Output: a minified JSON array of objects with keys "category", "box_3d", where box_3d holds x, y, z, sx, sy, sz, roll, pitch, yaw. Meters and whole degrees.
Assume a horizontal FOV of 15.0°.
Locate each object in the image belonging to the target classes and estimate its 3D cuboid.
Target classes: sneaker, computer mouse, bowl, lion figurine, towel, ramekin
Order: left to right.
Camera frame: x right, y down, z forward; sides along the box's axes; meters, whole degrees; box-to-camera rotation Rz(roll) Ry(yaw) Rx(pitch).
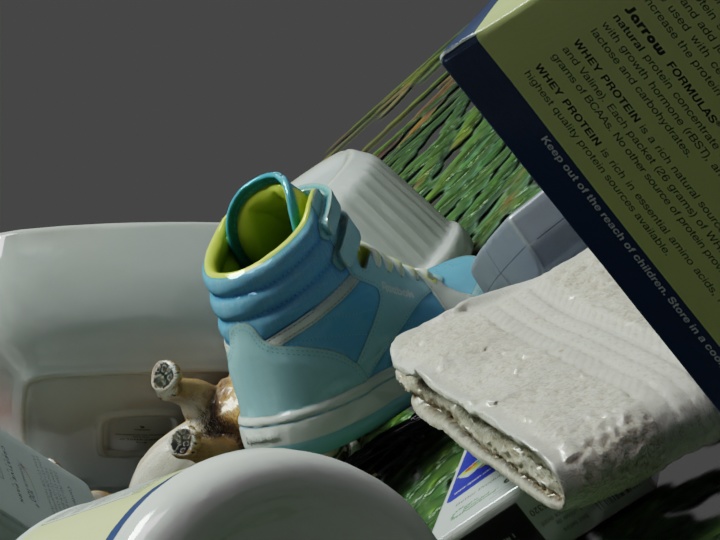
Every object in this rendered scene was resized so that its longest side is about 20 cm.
[{"category":"bowl","box_3d":[-0.122,0.059,1.481,0.200,0.198,0.075,100,168,-55]},{"category":"lion figurine","box_3d":[-0.094,0.111,1.408,0.199,0.073,0.122,-34,-28,18]},{"category":"ramekin","box_3d":[-0.035,0.011,1.662,0.202,0.094,0.202,-38,10,8]},{"category":"sneaker","box_3d":[0.000,0.000,1.356,0.079,0.131,0.200,-10,14,38]},{"category":"computer mouse","box_3d":[0.063,0.054,1.296,0.200,0.034,0.059,-42,-9,36]},{"category":"towel","box_3d":[0.094,0.032,1.055,0.132,0.035,0.200,-25,18,-13]}]

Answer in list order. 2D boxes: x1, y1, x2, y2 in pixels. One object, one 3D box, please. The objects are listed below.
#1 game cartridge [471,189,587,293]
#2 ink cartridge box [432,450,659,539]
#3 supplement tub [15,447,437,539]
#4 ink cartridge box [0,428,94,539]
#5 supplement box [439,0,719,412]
[{"category":"game cartridge","box_3d":[0.113,-0.028,1.308,0.133,0.041,0.200,-34,-6,-1]},{"category":"ink cartridge box","box_3d":[0.087,0.059,1.140,0.094,0.037,0.200,-36,12,23]},{"category":"supplement tub","box_3d":[-0.064,0.148,0.980,0.145,0.145,0.200,-45,10,-29]},{"category":"ink cartridge box","box_3d":[-0.218,0.173,1.308,0.200,0.175,0.084,-40,43,11]},{"category":"supplement box","box_3d":[0.175,-0.064,0.860,0.199,0.200,0.134,-31,13,46]}]
